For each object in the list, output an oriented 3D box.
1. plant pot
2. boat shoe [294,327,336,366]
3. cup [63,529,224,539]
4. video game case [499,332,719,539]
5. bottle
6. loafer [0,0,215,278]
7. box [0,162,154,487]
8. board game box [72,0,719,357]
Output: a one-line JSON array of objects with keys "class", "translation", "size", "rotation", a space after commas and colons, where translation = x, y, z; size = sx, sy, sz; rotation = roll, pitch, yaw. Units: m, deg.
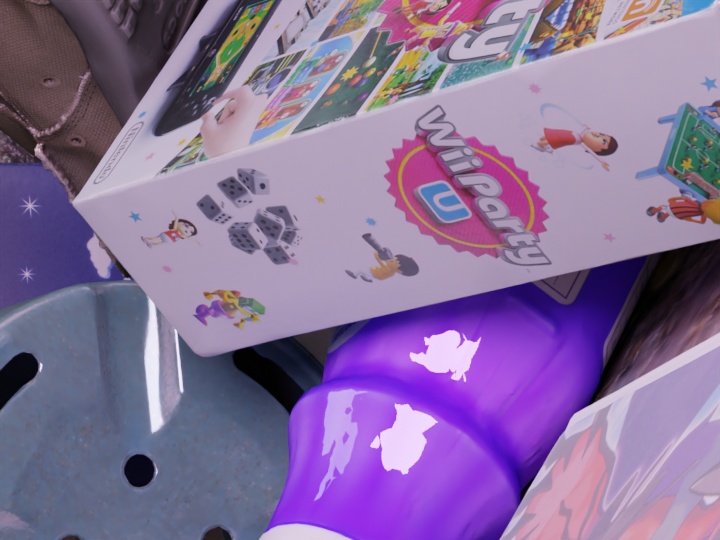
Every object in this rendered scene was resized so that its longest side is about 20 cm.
[{"class": "plant pot", "translation": [-0.092, 0.093, 0.796], "size": [0.201, 0.200, 0.196], "rotation": [-58, 14, -22]}, {"class": "boat shoe", "translation": [0.000, 0.000, 0.842], "size": [0.200, 0.072, 0.062], "rotation": [101, -174, -54]}, {"class": "cup", "translation": [-0.113, 0.067, 1.049], "size": [0.200, 0.143, 0.200], "rotation": [-38, 6, 5]}, {"class": "video game case", "translation": [0.035, 0.084, 0.465], "size": [0.183, 0.023, 0.200], "rotation": [-58, 5, -20]}, {"class": "bottle", "translation": [0.031, 0.016, 0.699], "size": [0.201, 0.065, 0.084], "rotation": [-59, 10, -32]}, {"class": "loafer", "translation": [-0.073, -0.063, 0.733], "size": [0.200, 0.069, 0.076], "rotation": [72, -145, -52]}, {"class": "box", "translation": [-0.095, 0.022, 0.942], "size": [0.032, 0.199, 0.122], "rotation": [134, 132, -66]}, {"class": "board game box", "translation": [0.043, -0.064, 0.652], "size": [0.199, 0.064, 0.148], "rotation": [-14, 35, 40]}]
